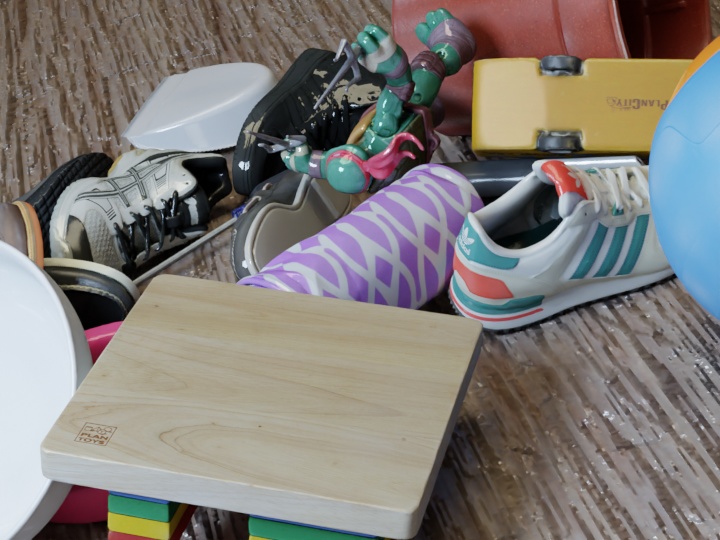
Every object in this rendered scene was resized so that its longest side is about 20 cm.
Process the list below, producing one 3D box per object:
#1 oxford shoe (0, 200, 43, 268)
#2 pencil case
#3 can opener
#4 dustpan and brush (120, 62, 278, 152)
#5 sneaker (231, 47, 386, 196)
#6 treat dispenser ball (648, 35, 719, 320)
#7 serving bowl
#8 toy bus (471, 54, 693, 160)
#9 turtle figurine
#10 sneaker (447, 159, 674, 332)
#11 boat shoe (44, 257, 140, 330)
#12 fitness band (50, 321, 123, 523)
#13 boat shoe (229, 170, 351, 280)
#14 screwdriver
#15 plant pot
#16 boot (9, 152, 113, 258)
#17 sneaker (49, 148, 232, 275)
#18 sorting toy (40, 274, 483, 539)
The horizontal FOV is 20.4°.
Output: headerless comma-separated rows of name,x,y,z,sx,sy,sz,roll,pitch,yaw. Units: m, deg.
oxford shoe,-0.254,0.028,1.270,0.071,0.073,0.201,-38,33,42
pencil case,0.000,0.000,1.271,0.085,0.084,0.200,1,24,42
can opener,0.109,-0.049,1.378,0.199,0.053,0.066,2,29,29
dustpan and brush,-0.084,-0.135,1.671,0.199,0.058,0.140,-11,25,20
sneaker,-0.017,-0.123,1.581,0.104,0.060,0.200,14,46,19
treat dispenser ball,0.264,-0.053,1.133,0.199,0.202,0.201,-10,24,5
serving bowl,-0.231,0.082,1.154,0.199,0.202,0.066,0,-14,25
toy bus,0.176,-0.109,1.365,0.198,0.066,0.078,1,-3,8
turtle figurine,0.008,-0.102,1.375,0.150,0.101,0.200,-41,0,39
sneaker,0.147,-0.034,1.257,0.199,0.094,0.071,-21,53,-13
boat shoe,-0.247,0.038,1.364,0.198,0.072,0.068,-5,45,11
fitness band,-0.150,0.087,1.233,0.143,0.038,0.200,-12,26,1
boat shoe,-0.057,-0.022,1.402,0.057,0.067,0.200,-27,13,25
screwdriver,-0.104,-0.034,1.473,0.028,0.029,0.199,12,30,42
plant pot,0.141,-0.189,1.518,0.194,0.202,0.201,-7,24,30
boot,-0.278,-0.032,1.520,0.131,0.070,0.200,-4,21,31
sneaker,-0.158,-0.043,1.468,0.087,0.076,0.200,-3,27,21
sorting toy,-0.048,0.090,1.101,0.199,0.070,0.199,8,29,11
